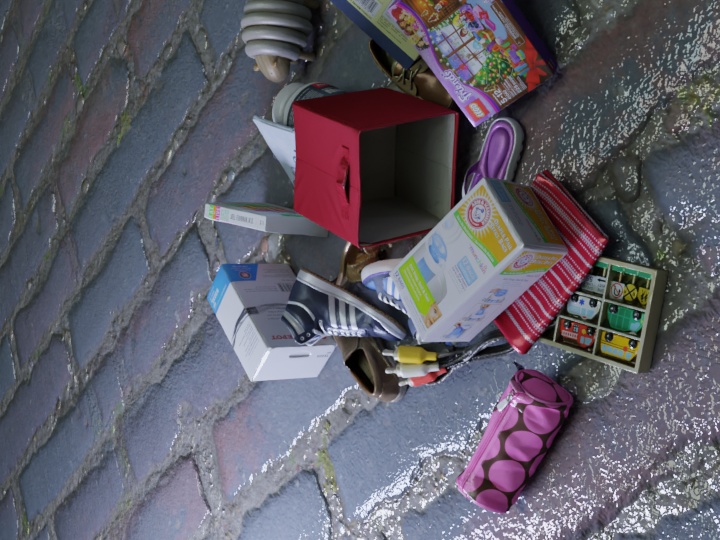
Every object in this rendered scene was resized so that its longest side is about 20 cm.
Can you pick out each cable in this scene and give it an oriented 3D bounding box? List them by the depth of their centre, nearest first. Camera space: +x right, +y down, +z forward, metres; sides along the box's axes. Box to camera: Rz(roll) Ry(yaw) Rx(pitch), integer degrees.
[{"bbox_3d":[0.133,0.130,1.363,0.197,0.098,0.051,-7,44,26],"label":"cable"}]

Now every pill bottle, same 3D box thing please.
[{"bbox_3d":[-0.055,-0.237,1.580,0.199,0.118,0.122,31,112,46],"label":"pill bottle"}]

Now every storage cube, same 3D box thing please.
[{"bbox_3d":[0.019,-0.154,1.419,0.179,0.198,0.174,30,127,48],"label":"storage cube"}]

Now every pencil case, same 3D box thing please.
[{"bbox_3d":[0.194,0.225,1.284,0.091,0.093,0.202,44,122,41],"label":"pencil case"}]

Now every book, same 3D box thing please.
[{"bbox_3d":[-0.166,-0.087,1.699,0.199,0.132,0.049,14,99,49],"label":"book"}]

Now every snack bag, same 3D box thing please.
[{"bbox_3d":[-0.085,-0.165,1.582,0.021,0.201,0.188,-42,33,-15],"label":"snack bag"}]

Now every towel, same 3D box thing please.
[{"bbox_3d":[0.223,-0.009,1.270,0.145,0.022,0.201,55,128,36],"label":"towel"}]

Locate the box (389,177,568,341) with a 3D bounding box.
[{"bbox_3d":[0.149,-0.010,1.256,0.200,0.100,0.114,-45,58,33],"label":"box"}]

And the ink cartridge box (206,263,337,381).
[{"bbox_3d":[-0.153,0.085,1.669,0.201,0.143,0.084,56,129,35],"label":"ink cartridge box"}]

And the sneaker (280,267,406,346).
[{"bbox_3d":[-0.032,0.087,1.518,0.198,0.070,0.110,28,88,16],"label":"sneaker"}]

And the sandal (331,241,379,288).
[{"bbox_3d":[0.003,-0.003,1.562,0.069,0.078,0.213,36,128,10],"label":"sandal"}]

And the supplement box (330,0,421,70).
[{"bbox_3d":[0.069,-0.434,1.357,0.199,0.134,0.200,41,127,-1],"label":"supplement box"}]

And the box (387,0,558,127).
[{"bbox_3d":[0.148,-0.306,1.290,0.136,0.039,0.201,-30,108,35],"label":"box"}]

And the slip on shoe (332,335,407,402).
[{"bbox_3d":[-0.002,0.131,1.550,0.201,0.060,0.077,54,128,36],"label":"slip on shoe"}]

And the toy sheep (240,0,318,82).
[{"bbox_3d":[-0.141,-0.425,1.681,0.137,0.136,0.204,1,89,50],"label":"toy sheep"}]

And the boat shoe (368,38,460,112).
[{"bbox_3d":[0.077,-0.293,1.457,0.200,0.073,0.077,46,123,41],"label":"boat shoe"}]

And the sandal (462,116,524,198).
[{"bbox_3d":[0.169,-0.113,1.358,0.082,0.049,0.206,24,107,48],"label":"sandal"}]

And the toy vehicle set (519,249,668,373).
[{"bbox_3d":[0.285,0.042,1.231,0.199,0.026,0.127,17,102,49],"label":"toy vehicle set"}]

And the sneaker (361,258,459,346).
[{"bbox_3d":[0.076,0.060,1.441,0.198,0.080,0.149,-9,78,44],"label":"sneaker"}]
